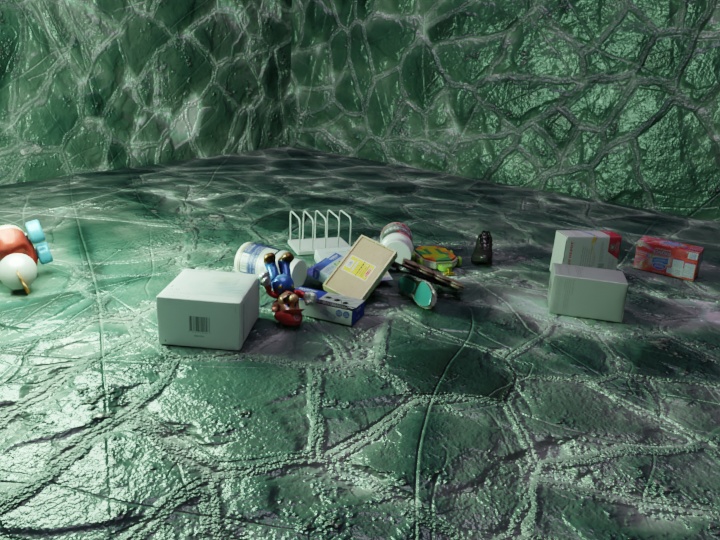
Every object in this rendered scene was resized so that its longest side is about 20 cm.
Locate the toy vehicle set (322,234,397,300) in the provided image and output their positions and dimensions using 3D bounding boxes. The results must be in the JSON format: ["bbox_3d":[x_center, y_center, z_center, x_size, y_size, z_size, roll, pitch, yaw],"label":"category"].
[{"bbox_3d":[0.000,0.000,1.784,0.123,0.027,0.201,27,65,24],"label":"toy vehicle set"}]

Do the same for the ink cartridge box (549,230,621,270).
[{"bbox_3d":[0.738,-0.053,2.079,0.197,0.149,0.086,1,19,-9],"label":"ink cartridge box"}]

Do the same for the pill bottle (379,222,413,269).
[{"bbox_3d":[0.119,-0.081,2.101,0.112,0.115,0.200,4,19,1],"label":"pill bottle"}]

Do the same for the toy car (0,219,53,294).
[{"bbox_3d":[-0.926,-0.003,1.711,0.183,0.178,0.201,-21,58,-24],"label":"toy car"}]

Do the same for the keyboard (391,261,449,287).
[{"bbox_3d":[0.162,0.009,1.864,0.199,0.021,0.127,20,6,-43],"label":"keyboard"}]

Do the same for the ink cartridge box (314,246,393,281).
[{"bbox_3d":[-0.024,-0.005,1.952,0.194,0.044,0.201,-4,37,-20],"label":"ink cartridge box"}]

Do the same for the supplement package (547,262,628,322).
[{"bbox_3d":[0.637,0.060,1.789,0.197,0.119,0.117,7,19,13],"label":"supplement package"}]

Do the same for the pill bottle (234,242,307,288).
[{"bbox_3d":[-0.258,-0.010,1.842,0.198,0.112,0.111,14,22,26],"label":"pill bottle"}]

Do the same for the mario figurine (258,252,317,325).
[{"bbox_3d":[-0.184,0.042,1.609,0.122,0.202,0.106,-18,-23,2],"label":"mario figurine"}]

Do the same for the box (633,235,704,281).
[{"bbox_3d":[1.058,-0.043,2.179,0.198,0.104,0.094,16,22,34],"label":"box"}]

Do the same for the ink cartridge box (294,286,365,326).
[{"bbox_3d":[-0.096,0.093,1.681,0.198,0.045,0.094,10,19,19],"label":"ink cartridge box"}]

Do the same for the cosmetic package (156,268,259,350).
[{"bbox_3d":[-0.362,0.088,1.535,0.197,0.125,0.200,4,18,2],"label":"cosmetic package"}]

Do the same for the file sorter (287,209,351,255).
[{"bbox_3d":[-0.139,-0.138,2.204,0.198,0.126,0.139,-4,21,-21],"label":"file sorter"}]

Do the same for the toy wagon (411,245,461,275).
[{"bbox_3d":[0.259,-0.035,2.108,0.153,0.040,0.200,-3,20,-17],"label":"toy wagon"}]

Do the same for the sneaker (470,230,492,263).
[{"bbox_3d":[0.425,-0.083,2.198,0.075,0.092,0.200,7,21,5],"label":"sneaker"}]

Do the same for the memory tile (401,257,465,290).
[{"bbox_3d":[0.214,0.011,1.881,0.198,0.017,0.153,24,5,0],"label":"memory tile"}]

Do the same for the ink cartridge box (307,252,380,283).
[{"bbox_3d":[-0.053,0.010,1.852,0.198,0.042,0.119,24,36,25],"label":"ink cartridge box"}]

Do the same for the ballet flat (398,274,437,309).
[{"bbox_3d":[0.176,0.059,1.795,0.071,0.073,0.200,-5,20,-22],"label":"ballet flat"}]
